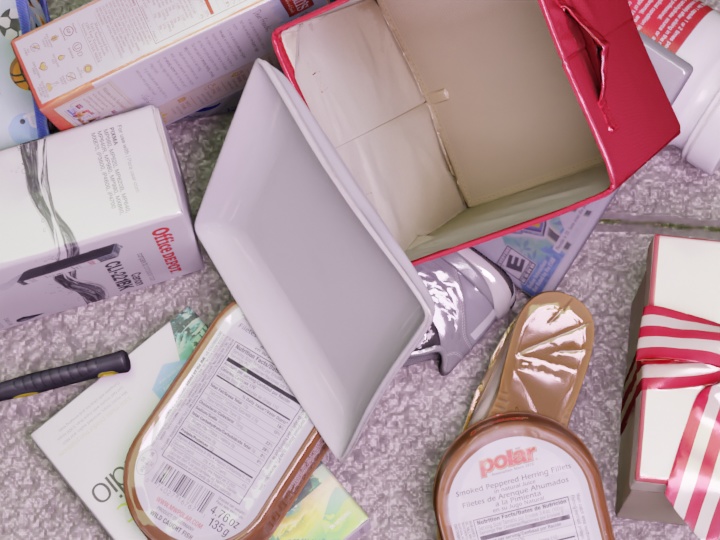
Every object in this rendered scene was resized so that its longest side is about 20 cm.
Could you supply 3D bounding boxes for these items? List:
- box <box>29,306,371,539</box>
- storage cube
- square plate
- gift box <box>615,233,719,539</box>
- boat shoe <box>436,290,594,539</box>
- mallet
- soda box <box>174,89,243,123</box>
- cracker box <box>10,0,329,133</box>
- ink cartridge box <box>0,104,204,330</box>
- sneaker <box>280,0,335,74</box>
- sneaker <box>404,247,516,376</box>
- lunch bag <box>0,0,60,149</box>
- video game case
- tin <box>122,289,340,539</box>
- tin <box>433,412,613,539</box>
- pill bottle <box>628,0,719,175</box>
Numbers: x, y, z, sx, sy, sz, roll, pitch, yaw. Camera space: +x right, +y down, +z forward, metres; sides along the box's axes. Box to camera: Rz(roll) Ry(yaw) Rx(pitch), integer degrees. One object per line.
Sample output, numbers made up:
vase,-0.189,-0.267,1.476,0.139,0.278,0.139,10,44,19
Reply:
box,-0.110,0.144,1.371,0.144,0.036,0.200,-40,78,-9
storage cube,0.082,-0.119,1.278,0.200,0.180,0.171,-20,96,26
square plate,-0.029,-0.005,1.258,0.028,0.198,0.200,-22,68,-28
gift box,0.263,0.092,1.298,0.184,0.187,0.201,1,73,2
boat shoe,0.107,0.108,1.359,0.074,0.069,0.200,23,97,1
mallet,-0.257,0.083,1.359,0.199,0.066,0.041,-17,70,9
soda box,-0.134,-0.212,1.459,0.068,0.063,0.201,-12,74,-2
cracker box,-0.118,-0.154,1.336,0.200,0.134,0.058,-25,77,1
ink cartridge box,-0.215,-0.028,1.366,0.199,0.144,0.084,-18,75,-3
sneaker,-0.060,-0.212,1.458,0.081,0.077,0.201,1,68,12
sneaker,0.000,0.000,1.391,0.200,0.075,0.116,36,80,10
lunch bag,-0.303,-0.156,1.418,0.170,0.124,0.201,-13,82,-1
video game case,0.103,-0.106,1.384,0.182,0.022,0.200,35,116,11
tin,-0.078,0.103,1.339,0.112,0.042,0.200,31,79,11
tin,0.115,0.193,1.309,0.112,0.042,0.201,-15,95,-1
pill bottle,0.187,-0.156,1.409,0.200,0.112,0.112,35,78,11
